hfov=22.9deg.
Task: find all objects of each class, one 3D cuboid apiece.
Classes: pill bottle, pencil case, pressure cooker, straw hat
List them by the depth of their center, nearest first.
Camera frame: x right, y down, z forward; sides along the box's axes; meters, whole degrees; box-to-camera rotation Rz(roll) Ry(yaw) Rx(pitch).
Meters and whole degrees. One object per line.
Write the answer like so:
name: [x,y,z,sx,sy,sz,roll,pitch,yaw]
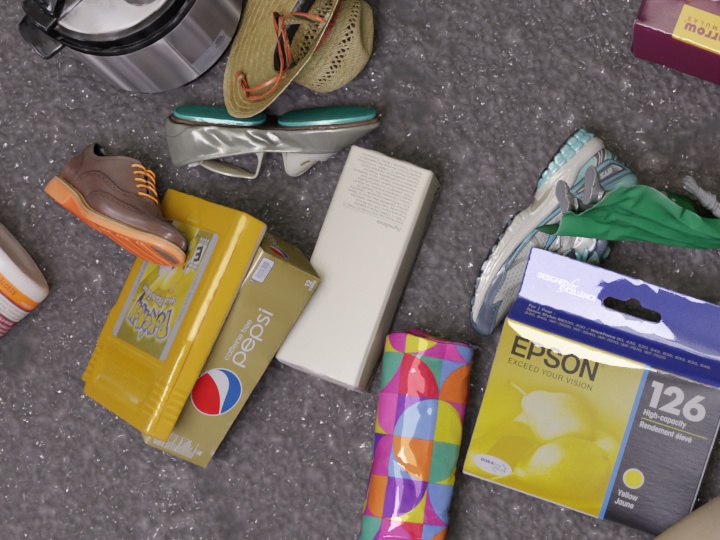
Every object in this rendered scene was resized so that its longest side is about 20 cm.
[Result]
pencil case: [0.048,0.149,1.522,0.088,0.088,0.202,8,83,10]
pressure cooker: [-0.202,-0.262,1.560,0.177,0.200,0.178,1,81,12]
straw hat: [-0.035,-0.209,1.583,0.085,0.201,0.202,27,85,-27]
pill bottle: [-0.387,0.042,1.589,0.200,0.114,0.114,-41,78,0]

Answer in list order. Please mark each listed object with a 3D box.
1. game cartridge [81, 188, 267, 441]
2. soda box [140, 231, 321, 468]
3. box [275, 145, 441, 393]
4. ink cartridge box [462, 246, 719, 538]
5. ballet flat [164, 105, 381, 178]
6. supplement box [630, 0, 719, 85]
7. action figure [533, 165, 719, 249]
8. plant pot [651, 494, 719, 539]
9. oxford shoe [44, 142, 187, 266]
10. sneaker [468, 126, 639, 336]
game cartridge: [-0.167,0.033,1.538,0.032,0.176,0.201,28,85,-29]
soda box: [-0.118,0.065,1.534,0.064,0.068,0.201,27,103,-28]
box: [0.000,0.000,1.558,0.082,0.068,0.201,20,85,12]
ink cartridge box: [0.205,0.106,1.489,0.196,0.047,0.202,18,109,12]
ballet flat: [-0.078,-0.115,1.599,0.198,0.067,0.064,1,109,10]
supplement box: [0.327,-0.267,1.530,0.130,0.103,0.201,21,86,11]
action figure: [0.259,-0.047,1.492,0.199,0.118,0.055,10,74,-30]
plant pot: [0.260,0.291,1.430,0.199,0.187,0.189,-26,78,18]
oxford shoe: [-0.206,-0.063,1.562,0.200,0.071,0.073,30,82,44]
sneaker: [0.167,-0.022,1.532,0.086,0.078,0.201,33,88,9]
